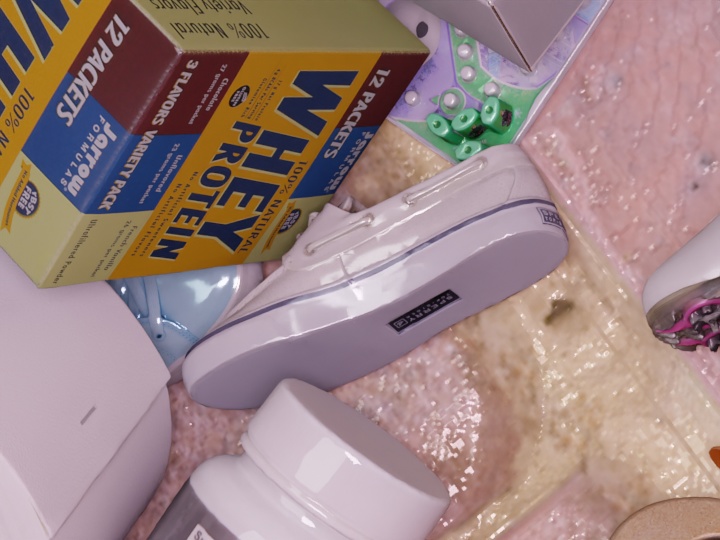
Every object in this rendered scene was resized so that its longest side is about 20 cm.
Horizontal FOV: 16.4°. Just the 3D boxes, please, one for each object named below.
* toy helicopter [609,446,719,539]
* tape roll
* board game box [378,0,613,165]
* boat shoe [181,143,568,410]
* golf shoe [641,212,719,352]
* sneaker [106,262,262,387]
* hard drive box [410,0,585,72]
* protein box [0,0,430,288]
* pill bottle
[{"bbox_3d":[0.201,0.142,1.066,0.200,0.079,0.132,9,63,12],"label":"toy helicopter"},{"bbox_3d":[-0.206,0.089,1.176,0.202,0.139,0.203,10,122,16],"label":"tape roll"},{"bbox_3d":[0.040,-0.177,1.229,0.200,0.026,0.200,36,95,27],"label":"board game box"},{"bbox_3d":[0.000,0.000,1.191,0.200,0.071,0.070,-28,58,17],"label":"boat shoe"},{"bbox_3d":[0.204,-0.040,1.101,0.200,0.073,0.092,-34,61,5],"label":"golf shoe"},{"bbox_3d":[-0.147,0.029,1.244,0.200,0.082,0.074,-23,71,20],"label":"sneaker"},{"bbox_3d":[0.070,-0.219,1.157,0.156,0.077,0.200,36,84,27],"label":"hard drive box"},{"bbox_3d":[-0.117,-0.112,1.173,0.200,0.198,0.135,45,117,23],"label":"protein box"},{"bbox_3d":[-0.053,0.158,1.147,0.114,0.114,0.200,38,96,27],"label":"pill bottle"}]
